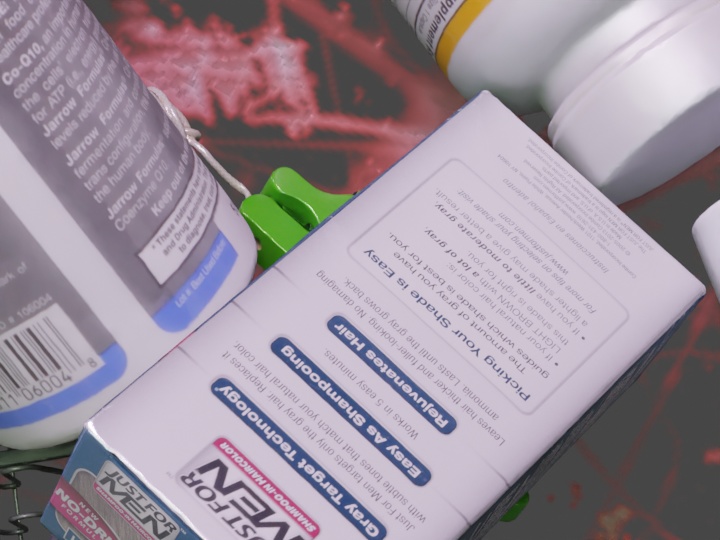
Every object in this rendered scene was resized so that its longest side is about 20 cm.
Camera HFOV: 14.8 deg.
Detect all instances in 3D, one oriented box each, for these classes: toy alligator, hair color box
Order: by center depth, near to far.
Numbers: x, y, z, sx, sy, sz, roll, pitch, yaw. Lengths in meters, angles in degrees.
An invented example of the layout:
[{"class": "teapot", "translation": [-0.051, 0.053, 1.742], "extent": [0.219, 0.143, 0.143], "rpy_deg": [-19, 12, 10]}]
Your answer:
[{"class": "hair color box", "translation": [0.007, 0.040, 0.850], "extent": [0.100, 0.061, 0.200], "rpy_deg": [42, 51, 9]}, {"class": "toy alligator", "translation": [0.000, 0.000, 0.953], "extent": [0.054, 0.059, 0.200], "rpy_deg": [-32, 73, -37]}]

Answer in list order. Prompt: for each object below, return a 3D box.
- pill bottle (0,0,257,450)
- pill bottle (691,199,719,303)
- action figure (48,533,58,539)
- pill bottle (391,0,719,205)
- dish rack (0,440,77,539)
[{"class": "pill bottle", "translation": [-0.132, -0.050, 0.886], "extent": [0.114, 0.114, 0.200], "rpy_deg": [-34, 114, 4]}, {"class": "pill bottle", "translation": [0.184, 0.060, 0.876], "extent": [0.114, 0.114, 0.200], "rpy_deg": [-23, 78, 7]}, {"class": "action figure", "translation": [-0.077, 0.145, 0.854], "extent": [0.200, 0.102, 0.119], "rpy_deg": [32, 104, 25]}, {"class": "pill bottle", "translation": [0.055, -0.124, 0.929], "extent": [0.113, 0.113, 0.200], "rpy_deg": [-35, 77, 4]}, {"class": "dish rack", "translation": [-0.132, 0.113, 0.959], "extent": [0.153, 0.055, 0.200], "rpy_deg": [-11, 80, 8]}]
